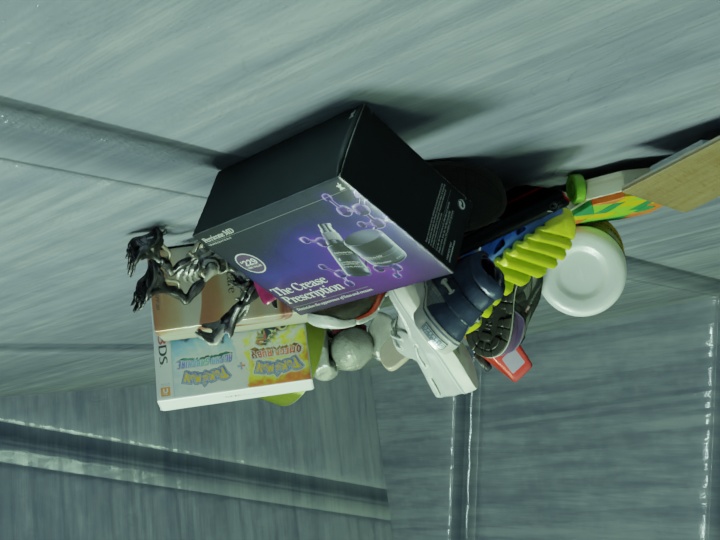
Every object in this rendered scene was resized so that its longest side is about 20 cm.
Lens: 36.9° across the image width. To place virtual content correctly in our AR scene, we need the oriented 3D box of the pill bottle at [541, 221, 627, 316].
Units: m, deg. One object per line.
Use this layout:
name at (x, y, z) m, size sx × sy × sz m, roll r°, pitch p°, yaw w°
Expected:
pill bottle at (0.286, -0.015, 1.398) m, size 0.110 × 0.114 × 0.200 m, roll -10°, pitch -172°, yaw 13°

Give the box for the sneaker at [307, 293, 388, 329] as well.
sneaker at (0.000, 0.000, 1.281) m, size 0.076 × 0.083 × 0.200 m, roll 8°, pitch -151°, yaw 34°

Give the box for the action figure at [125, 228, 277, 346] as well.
action figure at (-0.171, 0.012, 1.226) m, size 0.198 × 0.120 × 0.102 m, roll 8°, pitch 133°, yaw -39°

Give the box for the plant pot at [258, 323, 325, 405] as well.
plant pot at (-0.181, 0.084, 1.551) m, size 0.198 × 0.190 × 0.186 m, roll 15°, pitch 160°, yaw -30°

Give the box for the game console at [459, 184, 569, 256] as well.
game console at (0.115, -0.037, 1.153) m, size 0.198 × 0.031 × 0.177 m, roll -26°, pitch -171°, yaw -2°

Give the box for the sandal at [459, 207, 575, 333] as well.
sandal at (0.153, -0.016, 1.224) m, size 0.199 × 0.088 × 0.079 m, roll -37°, pitch 141°, yaw 21°

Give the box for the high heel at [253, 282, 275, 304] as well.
high heel at (-0.028, -0.017, 1.217) m, size 0.197 × 0.098 × 0.067 m, roll -4°, pitch 170°, yaw -26°

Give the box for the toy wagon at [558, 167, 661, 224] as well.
toy wagon at (0.299, -0.085, 1.271) m, size 0.153 × 0.040 × 0.200 m, roll -6°, pitch 171°, yaw -11°

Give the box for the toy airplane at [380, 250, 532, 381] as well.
toy airplane at (0.128, 0.036, 1.388) m, size 0.196 × 0.204 × 0.141 m, roll 4°, pitch 175°, yaw 6°

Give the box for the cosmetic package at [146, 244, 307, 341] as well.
cosmetic package at (-0.154, 0.020, 1.321) m, size 0.197 × 0.105 × 0.087 m, roll -9°, pitch 170°, yaw -4°

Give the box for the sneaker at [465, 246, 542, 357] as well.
sneaker at (0.186, 0.004, 1.297) m, size 0.075 × 0.203 × 0.087 m, roll 24°, pitch -167°, yaw 31°

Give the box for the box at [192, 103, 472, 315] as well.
box at (-0.027, -0.044, 0.925) m, size 0.141 × 0.080 × 0.199 m, roll 40°, pitch 144°, yaw -28°

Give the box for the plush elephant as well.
plush elephant at (-0.019, 0.094, 1.734) m, size 0.162 × 0.157 × 0.200 m, roll -8°, pitch 172°, yaw 1°

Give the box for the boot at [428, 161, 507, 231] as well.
boot at (0.039, -0.056, 1.115) m, size 0.197 × 0.074 × 0.151 m, roll -13°, pitch 176°, yaw -11°

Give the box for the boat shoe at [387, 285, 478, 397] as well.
boat shoe at (0.073, 0.080, 1.289) m, size 0.068 × 0.073 × 0.201 m, roll -23°, pitch 132°, yaw 17°

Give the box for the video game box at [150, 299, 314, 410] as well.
video game box at (-0.167, 0.074, 1.380) m, size 0.197 × 0.185 × 0.047 m, roll -8°, pitch 159°, yaw -3°

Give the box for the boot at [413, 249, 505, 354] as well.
boot at (0.108, 0.016, 1.112) m, size 0.090 × 0.073 × 0.200 m, roll -43°, pitch -170°, yaw 14°

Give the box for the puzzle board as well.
puzzle board at (0.384, -0.118, 1.105) m, size 0.199 × 0.018 × 0.150 m, roll -30°, pitch 155°, yaw 36°
